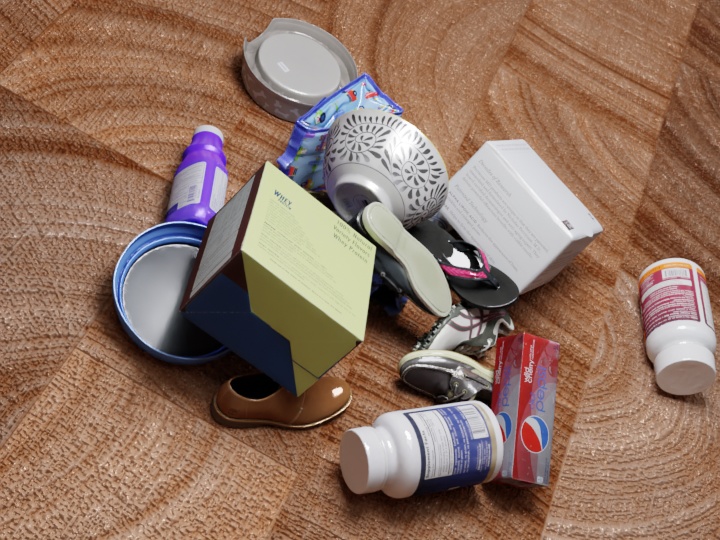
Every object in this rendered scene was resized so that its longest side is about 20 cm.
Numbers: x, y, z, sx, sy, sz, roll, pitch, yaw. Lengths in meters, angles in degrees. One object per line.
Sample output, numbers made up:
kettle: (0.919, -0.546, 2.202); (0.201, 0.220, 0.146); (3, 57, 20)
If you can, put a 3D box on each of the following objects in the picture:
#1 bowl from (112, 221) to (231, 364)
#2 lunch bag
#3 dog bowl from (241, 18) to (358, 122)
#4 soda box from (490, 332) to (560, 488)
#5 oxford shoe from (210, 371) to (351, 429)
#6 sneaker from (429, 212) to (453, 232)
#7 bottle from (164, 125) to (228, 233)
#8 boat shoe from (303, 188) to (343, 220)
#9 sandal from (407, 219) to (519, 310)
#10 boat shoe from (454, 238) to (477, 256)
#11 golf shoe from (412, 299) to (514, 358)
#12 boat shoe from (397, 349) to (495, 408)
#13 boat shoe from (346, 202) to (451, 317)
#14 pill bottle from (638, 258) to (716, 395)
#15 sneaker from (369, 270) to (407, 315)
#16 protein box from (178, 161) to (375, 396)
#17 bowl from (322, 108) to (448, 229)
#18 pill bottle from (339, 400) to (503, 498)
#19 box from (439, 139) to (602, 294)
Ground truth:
bowl: (-0.234, 0.033, 1.625); (0.198, 0.039, 0.203); (9, 61, -17)
lunch bag: (-0.051, -0.189, 1.844); (0.094, 0.151, 0.199); (45, 48, 15)
dog bowl: (-0.105, -0.324, 1.994); (0.198, 0.059, 0.202); (13, 48, -15)
soda box: (0.221, 0.192, 1.663); (0.069, 0.063, 0.202); (17, 71, -28)
oxford shoe: (-0.093, 0.163, 1.590); (0.198, 0.072, 0.072); (-3, 53, -30)
sneaker: (0.095, -0.102, 1.886); (0.198, 0.088, 0.076); (-11, 56, -36)
bottle: (-0.232, -0.124, 1.750); (0.065, 0.083, 0.202); (41, 36, -35)
boat shoe: (-0.086, -0.089, 1.802); (0.198, 0.072, 0.060); (4, 45, -27)
sandal: (0.144, -0.013, 1.761); (0.199, 0.045, 0.075); (39, 59, 19)
boat shoe: (0.104, -0.026, 1.839); (0.198, 0.072, 0.076); (7, 50, -21)
golf shoe: (0.153, 0.091, 1.766); (0.088, 0.077, 0.199); (49, 50, 6)
boat shoe: (0.147, 0.166, 1.700); (0.198, 0.074, 0.065); (15, 43, -14)
boat shoe: (0.050, -0.007, 1.695); (0.199, 0.066, 0.075); (46, 45, -26)
pill bottle: (0.500, 0.088, 1.910); (0.108, 0.110, 0.202); (16, 48, -13)
sneaker: (0.000, 0.000, 1.740); (0.199, 0.075, 0.079); (25, 47, -28)
protein box: (-0.101, 0.010, 1.563); (0.198, 0.135, 0.201); (37, 32, -20)
bowl: (0.018, -0.120, 1.724); (0.200, 0.201, 0.094); (33, 51, 3)
pill bottle: (0.077, 0.236, 1.583); (0.198, 0.111, 0.112); (-4, 55, -28)
box: (0.243, -0.085, 1.856); (0.200, 0.131, 0.199); (50, 22, 11)
